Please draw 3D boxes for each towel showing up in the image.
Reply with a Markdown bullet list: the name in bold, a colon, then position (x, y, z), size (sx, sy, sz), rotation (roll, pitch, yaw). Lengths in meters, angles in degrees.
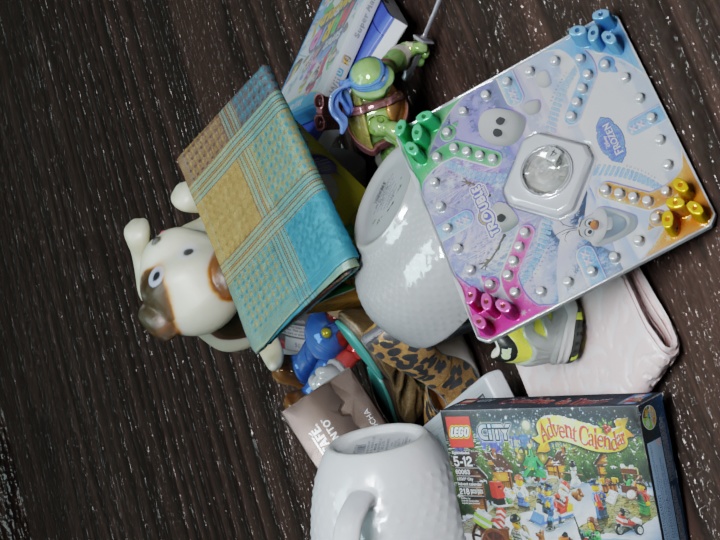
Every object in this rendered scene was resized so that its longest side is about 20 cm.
- **towel**: position (0.180, 0.043, 1.519), size (0.201, 0.032, 0.192), rotation (115, 141, -51)
- **towel**: position (-0.081, -0.052, 1.579), size (0.147, 0.022, 0.202), rotation (-41, 63, 38)

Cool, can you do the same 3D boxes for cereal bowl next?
- **cereal bowl**: position (0.053, -0.043, 1.524), size (0.200, 0.083, 0.201), rotation (-50, 26, 35)

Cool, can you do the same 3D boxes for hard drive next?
- **hard drive**: position (-0.026, -0.173, 1.781), size (0.201, 0.025, 0.132), rotation (-57, 19, 16)

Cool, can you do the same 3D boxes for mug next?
- **mug**: position (0.021, 0.233, 1.558), size (0.200, 0.146, 0.177), rotation (-36, -63, -68)

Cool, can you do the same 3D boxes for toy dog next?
- **toy dog**: position (-0.153, 0.016, 1.775), size (0.200, 0.138, 0.196), rotation (11, -123, -79)

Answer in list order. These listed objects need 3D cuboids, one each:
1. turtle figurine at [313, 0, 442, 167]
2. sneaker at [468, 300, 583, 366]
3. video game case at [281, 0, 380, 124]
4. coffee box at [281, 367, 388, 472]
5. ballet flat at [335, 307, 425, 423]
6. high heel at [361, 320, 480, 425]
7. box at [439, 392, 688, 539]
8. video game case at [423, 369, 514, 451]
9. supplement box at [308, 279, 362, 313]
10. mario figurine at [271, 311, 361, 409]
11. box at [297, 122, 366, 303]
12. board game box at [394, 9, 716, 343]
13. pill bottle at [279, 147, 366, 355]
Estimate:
- **turtle figurine**: position (0.064, -0.138, 1.681), size (0.144, 0.200, 0.195), rotation (42, 160, 25)
- **sneaker**: position (0.112, 0.001, 1.531), size (0.201, 0.076, 0.076), rotation (-122, 33, -47)
- **video game case**: position (-0.023, -0.231, 1.784), size (0.143, 0.018, 0.202), rotation (-11, 53, 66)
- **coffee box**: position (-0.003, 0.175, 1.786), size (0.114, 0.079, 0.200), rotation (57, 178, 15)
- **ballet flat**: position (0.033, 0.079, 1.751), size (0.068, 0.072, 0.201), rotation (48, 171, 38)
- **high heel**: position (0.046, 0.095, 1.702), size (0.072, 0.141, 0.201), rotation (63, 150, 33)
- **box**: position (0.161, 0.171, 1.480), size (0.199, 0.038, 0.138), rotation (-6, 99, 43)
- **video game case**: position (0.121, 0.203, 1.668), size (0.183, 0.023, 0.200), rotation (63, 152, 12)
- **supplement box**: position (0.000, 0.000, 1.708), size (0.066, 0.198, 0.070), rotation (155, 106, -66)
- **mario figurine**: position (-0.038, 0.045, 1.812), size (0.123, 0.106, 0.201), rotation (38, 120, 17)
- **box**: position (-0.053, -0.053, 1.648), size (0.200, 0.117, 0.049), rotation (46, 138, 31)
- **board game box**: position (0.140, -0.075, 1.404), size (0.026, 0.199, 0.202), rotation (40, -155, -60)
- **pill bottle**: position (-0.043, -0.018, 1.912), size (0.114, 0.113, 0.202), rotation (-140, 48, -57)
